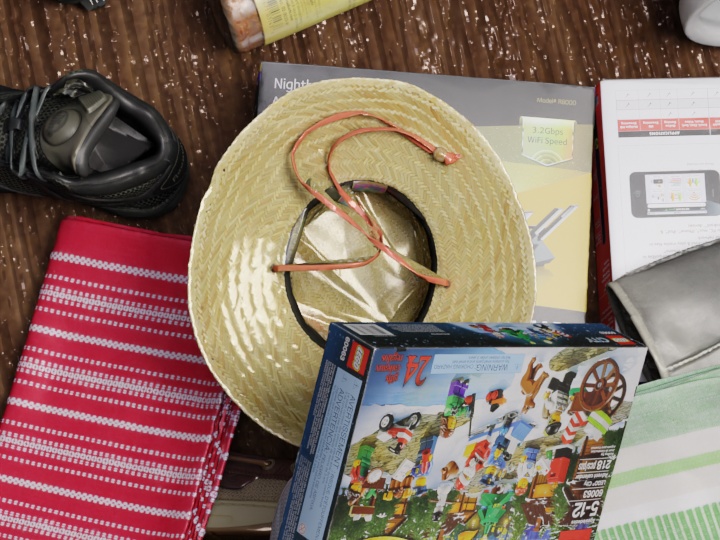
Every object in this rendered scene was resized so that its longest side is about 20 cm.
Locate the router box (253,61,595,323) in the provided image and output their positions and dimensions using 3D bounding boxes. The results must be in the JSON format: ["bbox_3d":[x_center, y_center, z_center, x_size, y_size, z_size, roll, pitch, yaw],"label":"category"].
[{"bbox_3d":[0.033,-0.032,1.372,0.198,0.052,0.159,3,80,-4],"label":"router box"}]

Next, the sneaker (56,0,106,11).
[{"bbox_3d":[-0.103,-0.232,1.390,0.199,0.071,0.098,-23,84,-7],"label":"sneaker"}]

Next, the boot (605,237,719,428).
[{"bbox_3d":[0.261,0.041,1.318,0.199,0.073,0.182,-26,69,-15],"label":"boot"}]

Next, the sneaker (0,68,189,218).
[{"bbox_3d":[-0.196,-0.080,1.334,0.198,0.114,0.077,11,77,0],"label":"sneaker"}]

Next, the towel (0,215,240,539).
[{"bbox_3d":[-0.135,0.073,1.327,0.144,0.022,0.201,11,79,23],"label":"towel"}]

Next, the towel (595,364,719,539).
[{"bbox_3d":[0.187,0.156,1.300,0.152,0.023,0.201,-18,100,29],"label":"towel"}]

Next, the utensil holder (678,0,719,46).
[{"bbox_3d":[0.247,-0.253,1.378,0.169,0.170,0.201,-11,77,-7],"label":"utensil holder"}]

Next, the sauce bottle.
[{"bbox_3d":[0.005,-0.191,1.395,0.199,0.066,0.066,-22,82,-9],"label":"sauce bottle"}]

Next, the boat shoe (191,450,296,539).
[{"bbox_3d":[-0.008,0.123,1.329,0.198,0.072,0.072,-1,64,9],"label":"boat shoe"}]

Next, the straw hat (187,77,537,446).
[{"bbox_3d":[0.000,0.000,1.292,0.199,0.085,0.203,0,88,-3],"label":"straw hat"}]

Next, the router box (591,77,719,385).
[{"bbox_3d":[0.237,-0.022,1.389,0.198,0.049,0.181,-1,79,-5],"label":"router box"}]

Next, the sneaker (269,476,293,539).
[{"bbox_3d":[-0.005,0.187,1.286,0.070,0.201,0.073,-15,36,-21],"label":"sneaker"}]

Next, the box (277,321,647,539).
[{"bbox_3d":[0.053,0.097,1.221,0.199,0.038,0.138,1,108,-42],"label":"box"}]
